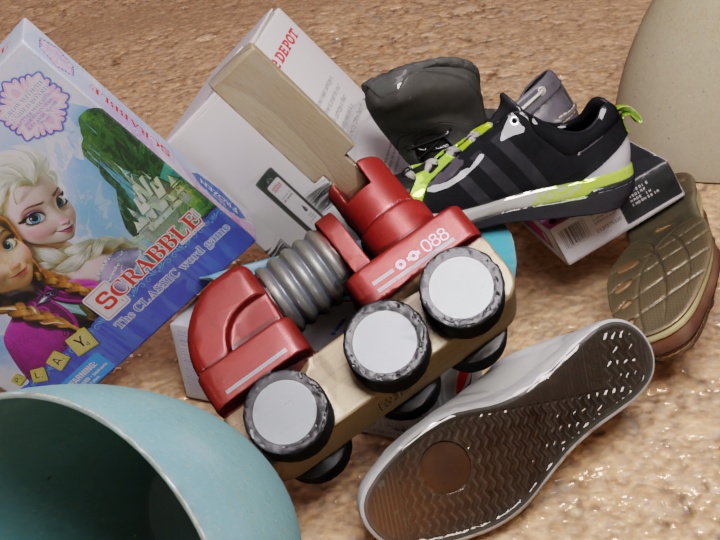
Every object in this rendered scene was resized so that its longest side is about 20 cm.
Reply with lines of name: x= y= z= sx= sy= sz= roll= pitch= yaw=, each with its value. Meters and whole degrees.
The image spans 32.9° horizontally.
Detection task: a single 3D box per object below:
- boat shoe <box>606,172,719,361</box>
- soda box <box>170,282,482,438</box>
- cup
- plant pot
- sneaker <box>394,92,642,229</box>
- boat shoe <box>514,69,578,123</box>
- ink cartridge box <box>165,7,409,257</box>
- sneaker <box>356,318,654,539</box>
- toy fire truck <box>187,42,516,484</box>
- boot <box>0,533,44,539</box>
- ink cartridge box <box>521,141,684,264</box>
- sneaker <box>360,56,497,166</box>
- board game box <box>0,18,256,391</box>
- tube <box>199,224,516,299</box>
boat shoe: x=0.213 y=0.004 z=0.820 sx=0.072 sy=0.068 sz=0.200 roll=-24 pitch=20 yaw=25
soda box: x=-0.023 y=0.056 z=0.811 sx=0.200 sy=0.064 sz=0.068 roll=8 pitch=35 yaw=27
cup: x=0.313 y=-0.184 z=1.035 sx=0.200 sy=0.143 sz=0.200 roll=-7 pitch=31 yaw=4
plant pot: x=-0.105 y=0.142 z=0.597 sx=0.200 sy=0.200 sz=0.135 roll=9 pitch=13 yaw=28
sneaker: x=0.083 y=-0.075 z=0.797 sx=0.200 sy=0.083 sz=0.072 roll=-8 pitch=16 yaw=-6
boat shoe: x=0.083 y=-0.104 z=1.011 sx=0.200 sy=0.063 sz=0.073 roll=-23 pitch=16 yaw=5
ink cartridge box: x=-0.032 y=-0.073 z=0.888 sx=0.084 sy=0.200 sz=0.146 roll=-38 pitch=18 yaw=30
sneaker: x=0.081 y=0.100 z=0.729 sx=0.200 sy=0.073 sz=0.085 roll=-29 pitch=2 yaw=-17
toy fire truck: x=-0.032 y=-0.007 z=0.693 sx=0.176 sy=0.129 sz=0.200 roll=-35 pitch=69 yaw=-4
boot: x=-0.217 y=0.138 z=0.717 sx=0.200 sy=0.077 sz=0.155 roll=-30 pitch=38 yaw=-34
ink cartridge box: x=0.162 y=-0.066 z=0.922 sx=0.095 sy=0.037 sz=0.200 roll=-31 pitch=16 yaw=2
sneaker: x=0.066 y=-0.085 z=0.860 sx=0.076 sy=0.200 sz=0.091 roll=-17 pitch=69 yaw=24
board game box: x=-0.207 y=-0.023 z=0.789 sx=0.200 sy=0.199 sz=0.041 roll=-42 pitch=30 yaw=13
tube: x=0.000 y=0.000 z=0.792 sx=0.200 sy=0.050 sz=0.077 roll=-5 pitch=-2 yaw=-15
